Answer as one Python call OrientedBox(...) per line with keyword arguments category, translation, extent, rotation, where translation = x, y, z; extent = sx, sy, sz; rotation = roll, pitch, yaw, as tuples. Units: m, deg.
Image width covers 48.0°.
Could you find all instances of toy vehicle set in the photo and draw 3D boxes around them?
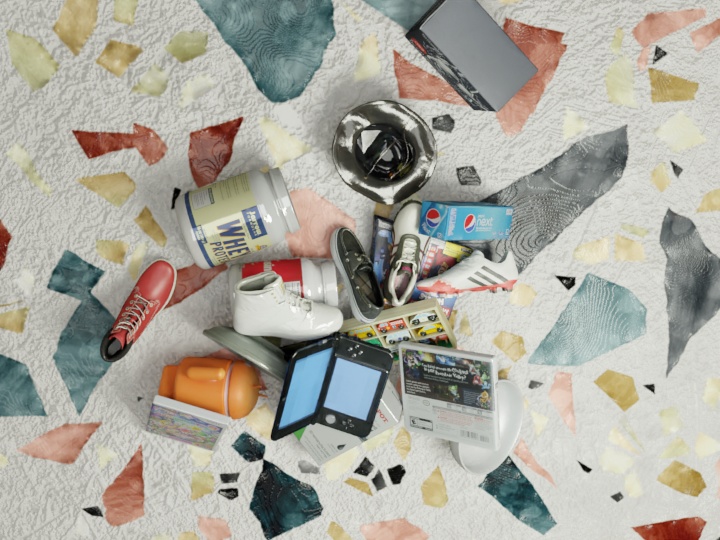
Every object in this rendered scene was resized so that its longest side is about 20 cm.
OrientedBox(category="toy vehicle set", translation=(0.073, 0.125, 1.555), extent=(0.199, 0.027, 0.124), rotation=(-16, 131, 18))

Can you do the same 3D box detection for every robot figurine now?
OrientedBox(category="robot figurine", translation=(-0.280, 0.225, 1.546), extent=(0.199, 0.117, 0.145), rotation=(3, 113, 5))

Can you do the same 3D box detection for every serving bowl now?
OrientedBox(category="serving bowl", translation=(0.241, 0.304, 1.619), extent=(0.199, 0.066, 0.201), rotation=(-16, 114, -40))

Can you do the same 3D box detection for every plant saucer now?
OrientedBox(category="plant saucer", translation=(-0.199, 0.149, 1.512), extent=(0.200, 0.200, 0.050), rotation=(32, 79, -11))

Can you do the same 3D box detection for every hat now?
OrientedBox(category="hat", translation=(0.041, -0.228, 1.516), extent=(0.199, 0.081, 0.202), rotation=(-3, 109, -8))

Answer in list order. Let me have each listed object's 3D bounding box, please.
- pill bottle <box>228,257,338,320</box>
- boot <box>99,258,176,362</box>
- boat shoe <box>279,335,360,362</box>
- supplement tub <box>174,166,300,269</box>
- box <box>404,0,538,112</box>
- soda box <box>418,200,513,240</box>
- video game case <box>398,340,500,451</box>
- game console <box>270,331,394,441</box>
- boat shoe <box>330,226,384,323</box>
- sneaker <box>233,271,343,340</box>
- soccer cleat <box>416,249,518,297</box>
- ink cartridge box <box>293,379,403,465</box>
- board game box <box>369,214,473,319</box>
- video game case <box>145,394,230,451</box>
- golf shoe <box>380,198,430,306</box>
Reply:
OrientedBox(category="pill bottle", translation=(-0.145, 0.035, 1.530), extent=(0.199, 0.112, 0.113), rotation=(-5, 102, -5))
OrientedBox(category="boot", translation=(-0.410, 0.075, 1.495), extent=(0.072, 0.144, 0.201), rotation=(31, 95, -9))
OrientedBox(category="boat shoe", translation=(-0.087, 0.155, 1.548), extent=(0.200, 0.072, 0.066), rotation=(-20, 108, 32))
OrientedBox(category="supplement tub", translation=(-0.222, -0.099, 1.479), extent=(0.199, 0.145, 0.146), rotation=(-20, 103, -1))
OrientedBox(category="box", translation=(0.192, -0.390, 1.445), extent=(0.200, 0.182, 0.104), rotation=(44, 94, -12))
OrientedBox(category="soda box", translation=(0.199, -0.094, 1.508), extent=(0.199, 0.068, 0.065), rotation=(-3, 104, -45))
OrientedBox(category="video game case", translation=(0.164, 0.231, 1.507), extent=(0.199, 0.023, 0.183), rotation=(6, 109, 35))
OrientedBox(category="game console", translation=(-0.050, 0.226, 1.448), extent=(0.170, 0.118, 0.201), rotation=(18, 117, 3))
OrientedBox(category="boat shoe", translation=(0.000, 0.000, 1.520), extent=(0.068, 0.057, 0.201), rotation=(-2, 64, -37))
OrientedBox(category="sneaker", translation=(-0.127, 0.060, 1.433), extent=(0.199, 0.074, 0.116), rotation=(0, 132, -7))
OrientedBox(category="soccer cleat", translation=(0.200, 0.005, 1.526), extent=(0.199, 0.069, 0.086), rotation=(-4, 91, -8))
OrientedBox(category="ink cartridge box", translation=(-0.036, 0.267, 1.576), extent=(0.200, 0.083, 0.147), rotation=(-32, 102, 19))
OrientedBox(category="board game box", translation=(0.091, 0.018, 1.577), extent=(0.199, 0.062, 0.201), rotation=(18, 100, -9))
OrientedBox(category="video game case", translation=(-0.331, 0.293, 1.535), extent=(0.143, 0.200, 0.018), rotation=(19, 59, -9))
OrientedBox(category="golf shoe", translation=(0.091, -0.029, 1.493), extent=(0.077, 0.088, 0.201), rotation=(10, 99, -6))
